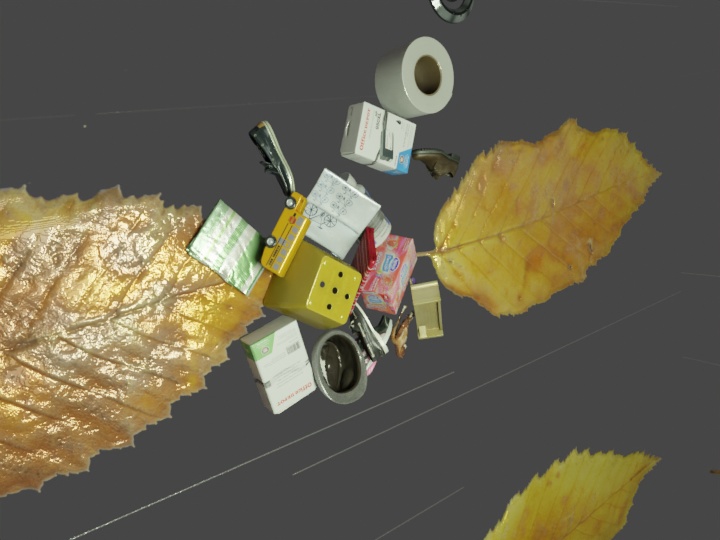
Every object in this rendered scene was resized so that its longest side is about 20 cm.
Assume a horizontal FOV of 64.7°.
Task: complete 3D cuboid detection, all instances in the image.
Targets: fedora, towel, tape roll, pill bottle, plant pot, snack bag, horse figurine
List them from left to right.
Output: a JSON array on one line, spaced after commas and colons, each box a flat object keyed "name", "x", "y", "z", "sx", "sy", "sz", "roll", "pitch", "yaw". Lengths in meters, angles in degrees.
[{"name": "towel", "x": -0.322, "y": -0.053, "z": 1.435, "sx": 0.199, "sy": 0.023, "sz": 0.155, "roll": 41, "pitch": 71, "yaw": -29}, {"name": "plant pot", "x": -0.110, "y": 0.042, "z": 1.500, "sx": 0.196, "sy": 0.174, "sz": 0.207, "roll": 26, "pitch": 80, "yaw": -33}, {"name": "snack bag", "x": -0.071, "y": -0.145, "z": 1.516, "sx": 0.185, "sy": 0.022, "sz": 0.202, "roll": 30, "pitch": 116, "yaw": -19}, {"name": "fedora", "x": -0.073, "y": 0.272, "z": 1.590, "sx": 0.173, "sy": 0.090, "sz": 0.207, "roll": -16, "pitch": 83, "yaw": -37}, {"name": "pill bottle", "x": -0.009, "y": -0.165, "z": 1.586, "sx": 0.115, "sy": 0.112, "sz": 0.201, "roll": -51, "pitch": 120, "yaw": -19}, {"name": "towel", "x": 0.000, "y": 0.000, "z": 1.542, "sx": 0.022, "sy": 0.148, "sz": 0.203, "roll": 12, "pitch": 130, "yaw": -15}, {"name": "horse figurine", "x": 0.125, "y": 0.184, "z": 1.712, "sx": 0.200, "sy": 0.048, "sz": 0.136, "roll": 66, "pitch": 47, "yaw": -74}, {"name": "tape roll", "x": 0.155, "y": -0.552, "z": 1.645, "sx": 0.197, "sy": 0.137, "sz": 0.212, "roll": -5, "pitch": 98, "yaw": -35}]

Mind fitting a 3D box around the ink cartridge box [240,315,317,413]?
[{"name": "ink cartridge box", "x": -0.214, "y": 0.247, "z": 1.503, "sx": 0.143, "sy": 0.083, "sz": 0.207, "roll": -26, "pitch": 110, "yaw": -30}]

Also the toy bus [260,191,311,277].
[{"name": "toy bus", "x": -0.186, "y": -0.093, "z": 1.448, "sx": 0.076, "sy": 0.065, "sz": 0.205, "roll": 27, "pitch": 88, "yaw": 3}]

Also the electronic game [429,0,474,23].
[{"name": "electronic game", "x": 0.280, "y": -0.873, "z": 1.756, "sx": 0.194, "sy": 0.041, "sz": 0.209, "roll": -5, "pitch": 98, "yaw": -33}]

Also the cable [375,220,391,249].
[{"name": "cable", "x": 0.057, "y": -0.045, "z": 1.684, "sx": 0.097, "sy": 0.050, "sz": 0.204, "roll": 42, "pitch": 71, "yaw": -36}]

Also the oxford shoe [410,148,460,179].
[{"name": "oxford shoe", "x": 0.234, "y": -0.330, "z": 1.765, "sx": 0.194, "sy": 0.072, "sz": 0.088, "roll": 8, "pitch": 93, "yaw": -35}]

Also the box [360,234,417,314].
[{"name": "box", "x": 0.082, "y": 0.008, "z": 1.615, "sx": 0.096, "sy": 0.099, "sz": 0.204, "roll": 69, "pitch": 39, "yaw": -51}]

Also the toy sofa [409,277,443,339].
[{"name": "toy sofa", "x": 0.195, "y": 0.106, "z": 1.665, "sx": 0.079, "sy": 0.100, "sz": 0.203, "roll": -8, "pitch": 141, "yaw": 5}]

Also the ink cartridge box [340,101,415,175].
[{"name": "ink cartridge box", "x": 0.052, "y": -0.373, "z": 1.624, "sx": 0.195, "sy": 0.083, "sz": 0.151, "roll": 12, "pitch": 88, "yaw": -34}]

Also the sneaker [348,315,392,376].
[{"name": "sneaker", "x": 0.026, "y": 0.212, "z": 1.677, "sx": 0.085, "sy": 0.081, "sz": 0.204, "roll": 31, "pitch": 63, "yaw": -4}]

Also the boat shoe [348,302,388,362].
[{"name": "boat shoe", "x": 0.001, "y": 0.166, "z": 1.624, "sx": 0.059, "sy": 0.074, "sz": 0.203, "roll": -34, "pitch": 86, "yaw": -12}]

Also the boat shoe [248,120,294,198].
[{"name": "boat shoe", "x": -0.225, "y": -0.276, "z": 1.451, "sx": 0.061, "sy": 0.074, "sz": 0.205, "roll": -30, "pitch": 108, "yaw": -19}]
